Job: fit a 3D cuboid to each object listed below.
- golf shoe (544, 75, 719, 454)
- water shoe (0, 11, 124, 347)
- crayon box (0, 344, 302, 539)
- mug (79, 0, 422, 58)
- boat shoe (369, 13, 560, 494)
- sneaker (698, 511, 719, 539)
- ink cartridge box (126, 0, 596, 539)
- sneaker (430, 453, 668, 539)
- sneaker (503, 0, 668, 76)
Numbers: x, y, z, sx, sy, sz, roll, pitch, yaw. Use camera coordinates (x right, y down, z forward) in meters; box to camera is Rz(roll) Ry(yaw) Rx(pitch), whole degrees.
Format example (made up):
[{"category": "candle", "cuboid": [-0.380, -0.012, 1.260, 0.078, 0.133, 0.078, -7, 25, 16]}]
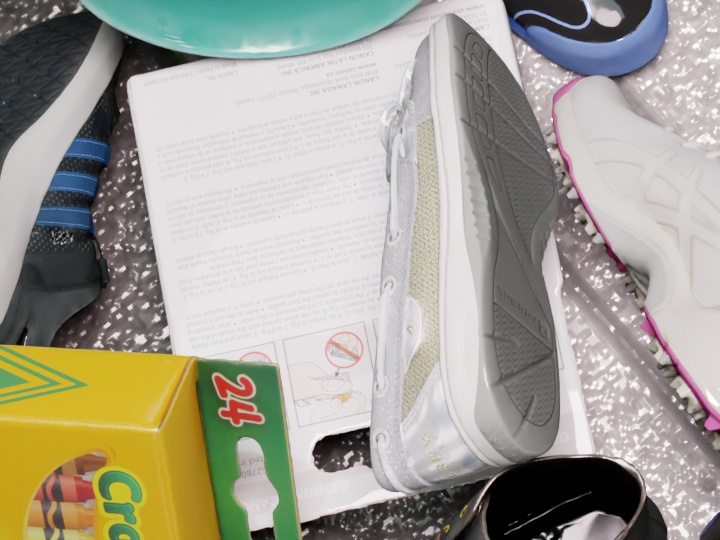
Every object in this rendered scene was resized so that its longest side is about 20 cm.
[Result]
[{"category": "golf shoe", "cuboid": [0.138, -0.013, 1.046, 0.091, 0.075, 0.200, -34, 49, 9]}, {"category": "water shoe", "cuboid": [-0.138, -0.022, 1.122, 0.071, 0.079, 0.201, -7, 42, 28]}, {"category": "crayon box", "cuboid": [-0.123, 0.091, 1.035, 0.199, 0.128, 0.051, 2, 33, 15]}, {"category": "mug", "cuboid": [-0.057, -0.172, 1.065, 0.184, 0.152, 0.115, 9, 60, -21]}, {"category": "boat shoe", "cuboid": [0.032, -0.010, 1.026, 0.065, 0.074, 0.203, -23, 50, 26]}, {"category": "sneaker", "cuboid": [0.131, 0.161, 0.982, 0.080, 0.115, 0.200, 8, 72, 13]}, {"category": "ink cartridge box", "cuboid": [0.000, 0.000, 1.103, 0.160, 0.050, 0.201, -13, 73, 4]}, {"category": "sneaker", "cuboid": [0.022, 0.132, 1.015, 0.200, 0.106, 0.075, -35, 69, -4]}, {"category": "sneaker", "cuboid": [0.059, -0.171, 1.135, 0.070, 0.078, 0.200, -32, 68, -4]}]
